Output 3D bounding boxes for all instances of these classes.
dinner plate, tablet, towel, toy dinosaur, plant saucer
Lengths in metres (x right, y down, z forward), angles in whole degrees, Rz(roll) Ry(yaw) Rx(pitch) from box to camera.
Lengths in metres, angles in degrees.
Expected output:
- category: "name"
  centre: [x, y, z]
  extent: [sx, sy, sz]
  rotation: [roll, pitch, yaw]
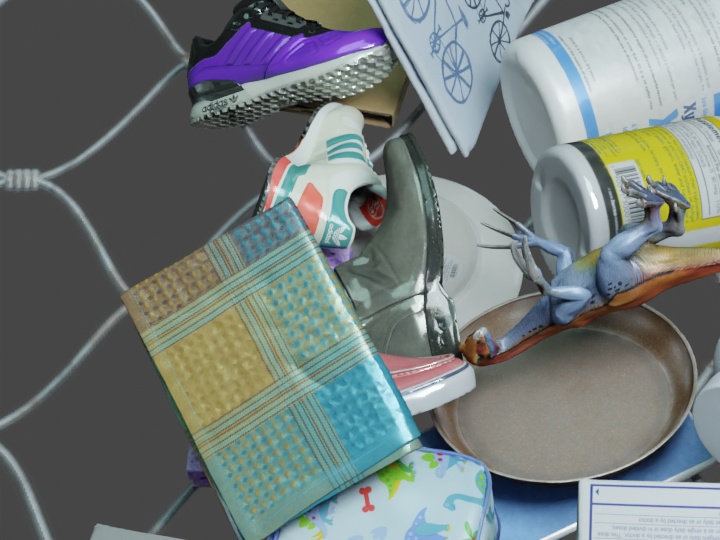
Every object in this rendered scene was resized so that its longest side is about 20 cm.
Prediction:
- category: "dinner plate"
  centre: [0.030, -0.007, 1.666]
  extent: [0.198, 0.024, 0.201]
  rotation: [-2, 52, 3]
- category: "tablet"
  centre: [0.150, 0.134, 1.549]
  extent: [0.199, 0.014, 0.130]
  rotation: [-23, 53, -12]
- category: "towel"
  centre: [-0.063, 0.070, 1.451]
  extent: [0.146, 0.022, 0.201]
  rotation: [-29, 78, 2]
- category: "toy dinosaur"
  centre: [0.160, 0.017, 1.491]
  extent: [0.199, 0.182, 0.105]
  rotation: [36, 21, 11]
- category: "plant saucer"
  centre: [0.150, 0.091, 1.545]
  extent: [0.198, 0.032, 0.201]
  rotation: [-8, 41, 7]

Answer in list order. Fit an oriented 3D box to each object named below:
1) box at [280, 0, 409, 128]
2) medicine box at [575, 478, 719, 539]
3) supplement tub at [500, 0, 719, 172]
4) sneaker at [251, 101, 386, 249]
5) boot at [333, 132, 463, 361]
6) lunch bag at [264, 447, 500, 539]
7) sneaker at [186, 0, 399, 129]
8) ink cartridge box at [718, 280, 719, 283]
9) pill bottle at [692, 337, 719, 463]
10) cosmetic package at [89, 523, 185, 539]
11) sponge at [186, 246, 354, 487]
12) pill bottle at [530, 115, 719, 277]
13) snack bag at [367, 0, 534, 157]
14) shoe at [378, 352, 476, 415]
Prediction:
- category: "box"
  centre: [-0.021, -0.215, 1.835]
  extent: [0.162, 0.021, 0.201]
  rotation: [10, 53, 13]
- category: "medicine box"
  centre: [0.232, 0.249, 1.393]
  extent: [0.181, 0.103, 0.201]
  rotation: [1, 52, 6]
- category: "supplement tub"
  centre: [0.226, -0.155, 1.697]
  extent: [0.199, 0.132, 0.132]
  rotation: [-21, 53, -10]
- category: "sneaker"
  centre: [-0.017, -0.068, 1.669]
  extent: [0.093, 0.071, 0.200]
  rotation: [24, 28, 6]
- category: "boot"
  centre: [0.000, 0.000, 1.552]
  extent: [0.130, 0.068, 0.202]
  rotation: [-8, 76, 0]
- category: "lunch bag"
  centre: [0.007, 0.216, 1.446]
  extent: [0.159, 0.083, 0.201]
  rotation: [6, 57, 12]
- category: "sneaker"
  centre: [-0.063, -0.187, 1.727]
  extent: [0.199, 0.069, 0.100]
  rotation: [-14, 78, 25]
- category: "ink cartridge box"
  centre: [0.360, 0.052, 1.571]
  extent: [0.108, 0.051, 0.201]
  rotation: [-18, 53, -9]
- category: "pill bottle"
  centre: [0.315, 0.055, 1.454]
  extent: [0.112, 0.113, 0.200]
  rotation: [29, 50, 25]
- category: "cosmetic package"
  centre: [-0.159, 0.283, 1.412]
  extent: [0.106, 0.091, 0.201]
  rotation: [9, 50, 8]
- category: "sponge"
  centre: [-0.067, 0.070, 1.593]
  extent: [0.111, 0.030, 0.201]
  rotation: [0, 59, 7]
- category: "pill bottle"
  centre: [0.242, -0.056, 1.616]
  extent: [0.199, 0.115, 0.115]
  rotation: [-11, 50, -19]
- category: "snack bag"
  centre: [0.076, -0.229, 1.741]
  extent: [0.021, 0.189, 0.201]
  rotation: [-3, 48, 33]
- category: "shoe"
  centre: [-0.023, 0.067, 1.486]
  extent: [0.199, 0.071, 0.092]
  rotation: [-14, 93, 9]
